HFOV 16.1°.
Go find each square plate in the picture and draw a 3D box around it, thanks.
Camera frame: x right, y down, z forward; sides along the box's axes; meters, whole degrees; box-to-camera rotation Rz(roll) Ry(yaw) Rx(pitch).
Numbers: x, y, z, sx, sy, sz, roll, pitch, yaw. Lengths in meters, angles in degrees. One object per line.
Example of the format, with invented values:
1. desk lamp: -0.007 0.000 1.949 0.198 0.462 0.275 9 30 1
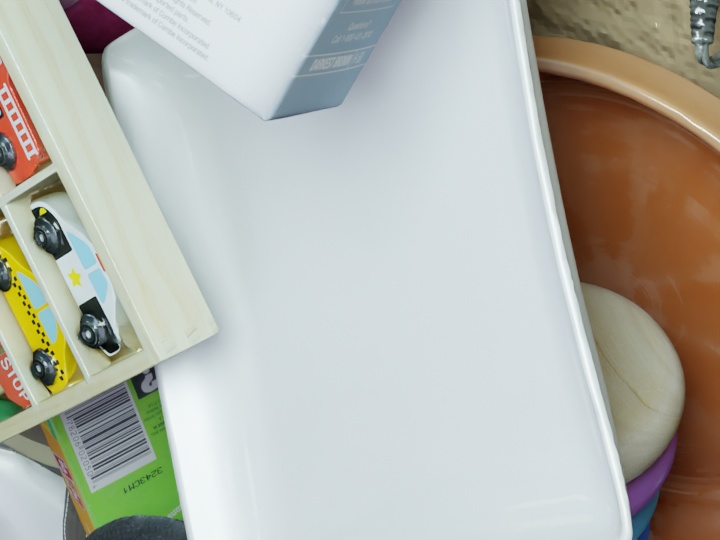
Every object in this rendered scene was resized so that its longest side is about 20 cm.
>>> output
1. square plate: 0.000 0.000 0.757 0.200 0.028 0.199 -20 77 49

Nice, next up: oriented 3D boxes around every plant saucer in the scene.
1. plant saucer: 0.083 0.012 0.825 0.200 0.032 0.201 23 135 25

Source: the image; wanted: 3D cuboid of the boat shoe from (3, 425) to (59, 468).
1. boat shoe: -0.153 0.019 1.021 0.199 0.075 0.069 17 110 37

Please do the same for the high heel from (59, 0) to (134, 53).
1. high heel: -0.155 -0.123 0.912 0.200 0.068 0.096 31 175 41

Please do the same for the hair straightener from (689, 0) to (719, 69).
1. hair straightener: 0.124 -0.124 0.662 0.077 0.041 0.201 31 139 19

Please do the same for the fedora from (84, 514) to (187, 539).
1. fedora: -0.016 0.158 0.920 0.200 0.092 0.201 30 138 30

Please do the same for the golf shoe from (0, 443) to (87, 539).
1. golf shoe: -0.124 0.145 1.050 0.078 0.095 0.200 -3 133 51

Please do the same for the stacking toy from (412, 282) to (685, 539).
1. stacking toy: 0.062 0.100 0.838 0.085 0.085 0.201 23 141 26

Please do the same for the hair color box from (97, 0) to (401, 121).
1. hair color box: -0.004 -0.151 0.665 0.099 0.061 0.200 35 108 13

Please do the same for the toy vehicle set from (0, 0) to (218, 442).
1. toy vehicle set: -0.132 -0.048 0.827 0.124 0.026 0.201 -28 89 49

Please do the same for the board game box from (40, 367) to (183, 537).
1. board game box: -0.050 0.108 0.978 0.030 0.095 0.201 33 146 59
